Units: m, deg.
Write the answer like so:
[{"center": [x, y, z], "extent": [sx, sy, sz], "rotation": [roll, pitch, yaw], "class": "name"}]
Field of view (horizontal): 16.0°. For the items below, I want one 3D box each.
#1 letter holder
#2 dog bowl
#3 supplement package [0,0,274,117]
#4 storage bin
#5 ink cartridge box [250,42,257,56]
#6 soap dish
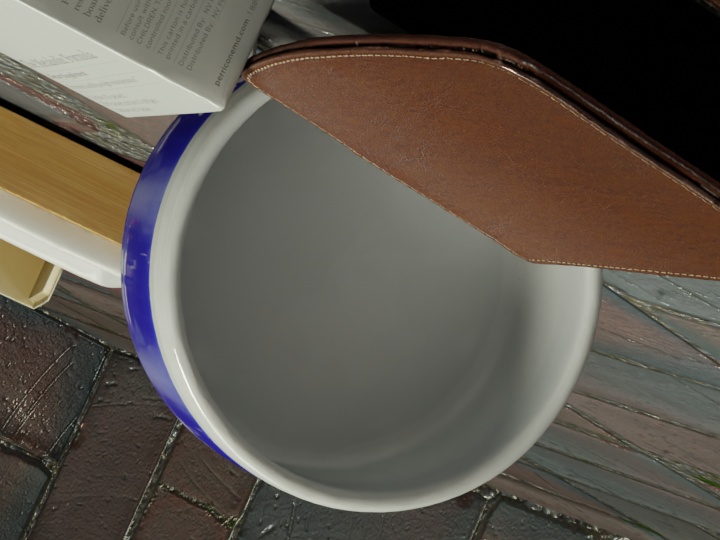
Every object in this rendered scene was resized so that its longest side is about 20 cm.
[{"center": [0.066, -0.073, 0.789], "extent": [0.142, 0.101, 0.200], "rotation": [29, 171, -22], "class": "letter holder"}, {"center": [0.000, 0.000, 1.109], "extent": [0.200, 0.200, 0.079], "rotation": [27, 175, -21], "class": "dog bowl"}, {"center": [-0.125, -0.143, 0.846], "extent": [0.200, 0.110, 0.114], "rotation": [27, 172, -20], "class": "supplement package"}, {"center": [-0.356, -0.051, 2.291], "extent": [0.200, 0.094, 0.199], "rotation": [26, 173, -9], "class": "storage bin"}, {"center": [-0.119, -0.131, 1.197], "extent": [0.200, 0.039, 0.099], "rotation": [28, 171, -20], "class": "ink cartridge box"}, {"center": [-0.239, -0.060, 1.904], "extent": [0.200, 0.081, 0.157], "rotation": [26, 173, -14], "class": "soap dish"}]
